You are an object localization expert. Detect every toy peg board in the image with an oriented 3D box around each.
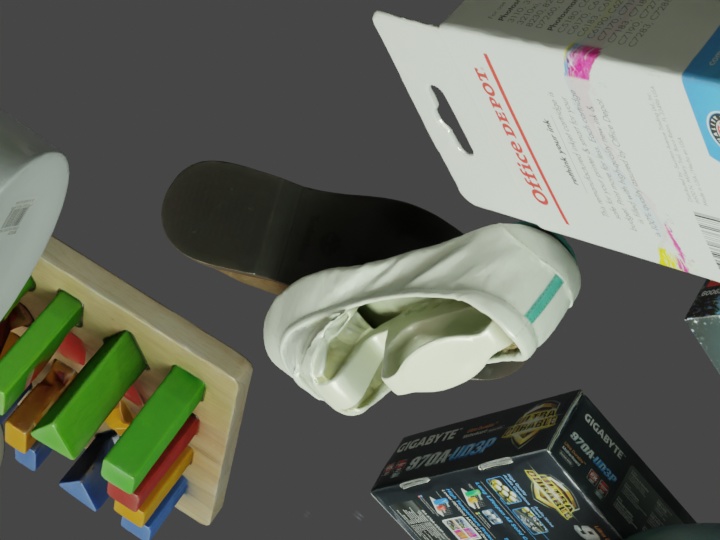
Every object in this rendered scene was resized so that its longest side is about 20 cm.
[{"bbox_3d":[-0.186,0.091,1.177,0.199,0.098,0.200,31,146,10],"label":"toy peg board"}]

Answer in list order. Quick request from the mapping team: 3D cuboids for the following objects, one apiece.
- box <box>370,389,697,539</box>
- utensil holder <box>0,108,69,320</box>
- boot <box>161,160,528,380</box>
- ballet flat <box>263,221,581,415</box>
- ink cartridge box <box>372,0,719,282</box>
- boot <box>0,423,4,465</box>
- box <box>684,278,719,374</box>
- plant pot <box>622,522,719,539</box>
[{"bbox_3d":[0.121,0.163,1.022,0.200,0.046,0.159,47,145,-15],"label":"box"},{"bbox_3d":[-0.289,-0.049,1.041,0.199,0.170,0.170,32,147,6],"label":"utensil holder"},{"bbox_3d":[0.000,0.000,0.942,0.199,0.074,0.075,23,174,13],"label":"boot"},{"bbox_3d":[0.013,0.030,0.837,0.199,0.070,0.070,-20,117,45],"label":"ballet flat"},{"bbox_3d":[0.109,-0.064,0.712,0.199,0.068,0.116,20,150,44],"label":"ink cartridge box"},{"bbox_3d":[-0.327,0.127,1.302,0.073,0.151,0.201,25,145,17],"label":"boot"},{"bbox_3d":[0.247,0.075,0.804,0.136,0.038,0.201,-9,125,48],"label":"box"},{"bbox_3d":[0.165,0.204,0.893,0.198,0.134,0.202,-1,109,-2],"label":"plant pot"}]
